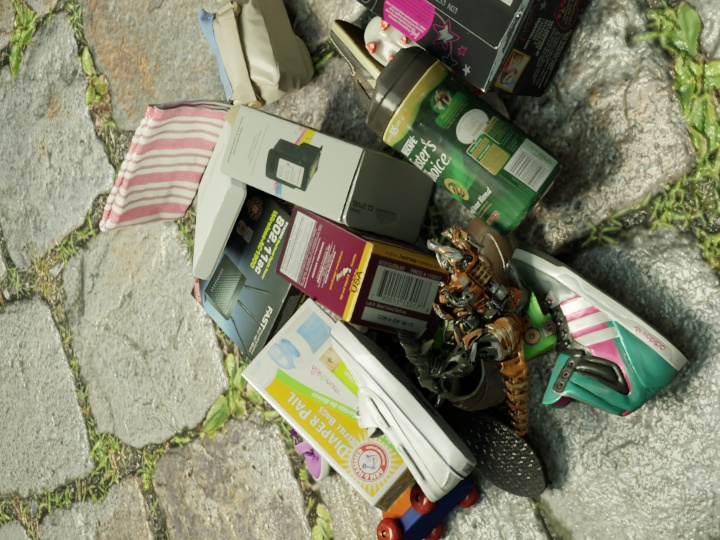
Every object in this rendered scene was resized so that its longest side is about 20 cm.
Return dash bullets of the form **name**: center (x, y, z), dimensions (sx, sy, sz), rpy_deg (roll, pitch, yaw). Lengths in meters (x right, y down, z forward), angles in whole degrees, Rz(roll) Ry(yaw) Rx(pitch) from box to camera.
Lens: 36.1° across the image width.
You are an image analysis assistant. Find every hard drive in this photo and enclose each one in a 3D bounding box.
- **hard drive**: center (-0.174, -0.099, 1.376), dimensions (0.201, 0.026, 0.133), rpy_deg (-100, 32, -56)

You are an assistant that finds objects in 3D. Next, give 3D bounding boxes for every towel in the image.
- **towel**: center (-0.251, -0.134, 1.440), dimensions (0.030, 0.145, 0.202), rpy_deg (43, 121, 23)

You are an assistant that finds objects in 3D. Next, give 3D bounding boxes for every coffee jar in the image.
- **coffee jar**: center (0.096, -0.128, 1.088), dimensions (0.199, 0.086, 0.104), rpy_deg (40, 167, 3)

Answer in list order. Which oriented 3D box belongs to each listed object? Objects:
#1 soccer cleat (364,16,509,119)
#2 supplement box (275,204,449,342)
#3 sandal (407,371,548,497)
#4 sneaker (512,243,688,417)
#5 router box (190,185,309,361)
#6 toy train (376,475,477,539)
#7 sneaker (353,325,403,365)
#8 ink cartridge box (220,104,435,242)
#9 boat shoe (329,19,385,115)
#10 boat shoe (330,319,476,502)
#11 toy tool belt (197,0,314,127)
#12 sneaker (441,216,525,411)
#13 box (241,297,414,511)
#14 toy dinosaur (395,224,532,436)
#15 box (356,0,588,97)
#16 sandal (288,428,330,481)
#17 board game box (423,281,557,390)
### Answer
- **soccer cleat**: center (0.089, -0.204, 1.182), dimensions (0.200, 0.077, 0.070), rpy_deg (43, 112, 7)
- **supplement box**: center (0.000, 0.000, 1.200), dimensions (0.199, 0.109, 0.087), rpy_deg (29, 102, 60)
- **sandal**: center (0.126, 0.168, 1.194), dimensions (0.199, 0.045, 0.076), rpy_deg (33, 124, 30)
- **sneaker**: center (0.203, 0.072, 1.074), dimensions (0.199, 0.083, 0.122), rpy_deg (38, 93, 27)
- **router box**: center (-0.121, -0.005, 1.391), dimensions (0.150, 0.062, 0.202), rpy_deg (42, 120, 30)
- **toy train**: center (0.038, 0.264, 1.270), dimensions (0.201, 0.084, 0.117), rpy_deg (-52, 51, 33)
- **sneaker**: center (0.002, 0.137, 1.300), dimensions (0.088, 0.073, 0.204), rpy_deg (31, 117, 55)
- **ink cartridge box**: center (-0.035, -0.109, 1.240), dimensions (0.198, 0.145, 0.084), rpy_deg (24, 97, 38)
- **boat shoe**: center (0.022, -0.200, 1.233), dimensions (0.201, 0.073, 0.065), rpy_deg (52, 120, 25)
- **boat shoe**: center (0.026, 0.134, 1.074), dimensions (0.065, 0.073, 0.200), rpy_deg (-45, 64, 7)
- **toy tool belt**: center (-0.149, -0.284, 1.347), dimensions (0.122, 0.124, 0.203), rpy_deg (-27, 76, 32)
- **sneaker**: center (0.122, 0.044, 1.133), dimensions (0.070, 0.075, 0.204), rpy_deg (3, 97, 42)
- **box**: center (-0.013, 0.144, 1.169), dimensions (0.199, 0.101, 0.113), rpy_deg (41, 85, 17)
- **toy dinosaur**: center (0.109, 0.063, 1.062), dimensions (0.134, 0.102, 0.202), rpy_deg (-26, 73, 1)
- **box**: center (0.114, -0.283, 1.113), dimensions (0.200, 0.114, 0.134), rpy_deg (41, 119, 30)
- **sandal**: center (-0.065, 0.178, 1.323), dimensions (0.205, 0.049, 0.083), rpy_deg (95, 160, -45)
- **board game box**: center (0.134, 0.067, 1.192), dimensions (0.199, 0.030, 0.097), rpy_deg (-35, 72, 41)
